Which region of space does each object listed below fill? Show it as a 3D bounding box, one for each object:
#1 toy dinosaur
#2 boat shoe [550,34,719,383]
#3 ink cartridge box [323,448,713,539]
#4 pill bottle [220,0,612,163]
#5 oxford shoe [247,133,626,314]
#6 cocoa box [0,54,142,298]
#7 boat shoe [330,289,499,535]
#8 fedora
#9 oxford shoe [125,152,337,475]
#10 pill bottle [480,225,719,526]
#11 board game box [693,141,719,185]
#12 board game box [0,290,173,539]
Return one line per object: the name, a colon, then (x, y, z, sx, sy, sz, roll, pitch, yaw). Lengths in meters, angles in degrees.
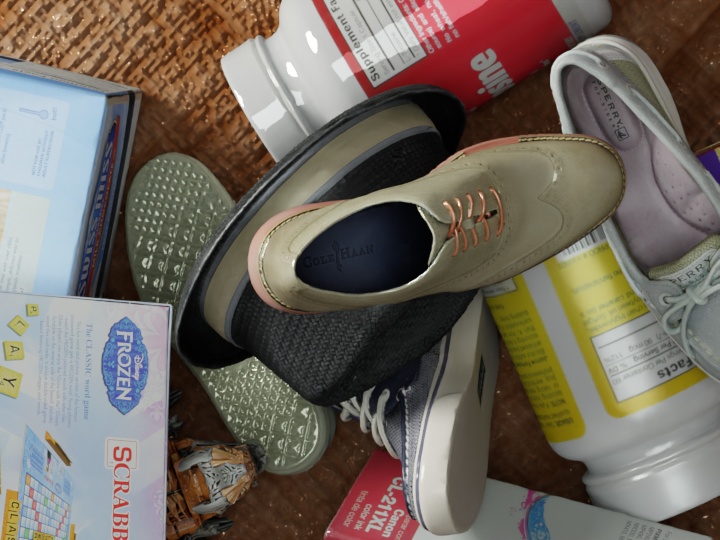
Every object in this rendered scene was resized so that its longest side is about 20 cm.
toy dinosaur: (-0.141, 0.123, 1.653, 0.199, 0.136, 0.103, 3, 103, 20)
boat shoe: (0.158, -0.027, 1.547, 0.074, 0.065, 0.203, -26, 91, 22)
ink cartridge box: (0.084, 0.198, 1.631, 0.199, 0.083, 0.146, 14, 125, 16)
pill bottle: (0.029, -0.132, 1.638, 0.199, 0.112, 0.113, -31, 92, 6)
oxford shoe: (0.047, -0.018, 1.479, 0.199, 0.074, 0.071, -20, 98, -13)
cocoa box: (-0.209, -0.017, 1.656, 0.133, 0.131, 0.201, 12, 96, 3)
boat shoe: (0.021, 0.077, 1.626, 0.092, 0.200, 0.075, -5, 119, 12)
fedora: (0.000, 0.000, 1.568, 0.201, 0.200, 0.092, -47, 69, 6)
oxford shoe: (-0.073, 0.027, 1.691, 0.075, 0.058, 0.201, -32, 77, 13)
pill bottle: (0.138, 0.034, 1.644, 0.114, 0.114, 0.201, -23, 93, 6)
board game box: (0.277, -0.025, 1.627, 0.199, 0.046, 0.152, -25, 93, -18)
board game box: (-0.198, 0.109, 1.532, 0.198, 0.041, 0.201, 6, 71, -15)
